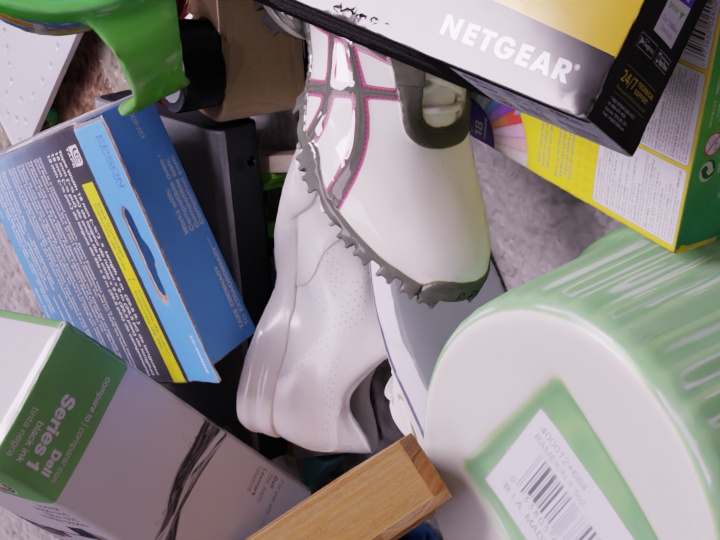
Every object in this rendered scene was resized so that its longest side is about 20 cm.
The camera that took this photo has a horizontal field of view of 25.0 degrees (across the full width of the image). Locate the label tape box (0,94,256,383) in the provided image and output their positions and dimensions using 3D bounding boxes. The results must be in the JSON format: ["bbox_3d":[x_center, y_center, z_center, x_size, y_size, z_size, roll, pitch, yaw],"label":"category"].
[{"bbox_3d":[-0.121,-0.015,0.870,0.200,0.063,0.145,-7,109,59],"label":"label tape box"}]

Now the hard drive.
[{"bbox_3d":[-0.100,0.002,0.961,0.139,0.033,0.201,19,120,50],"label":"hard drive"}]

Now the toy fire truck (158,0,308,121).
[{"bbox_3d":[-0.109,-0.183,0.865,0.200,0.128,0.177,32,131,56],"label":"toy fire truck"}]

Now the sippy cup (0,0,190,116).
[{"bbox_3d":[-0.133,-0.162,0.706,0.130,0.139,0.179,154,124,-78],"label":"sippy cup"}]

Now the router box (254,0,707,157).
[{"bbox_3d":[0.045,-0.153,0.609,0.199,0.052,0.158,26,91,31],"label":"router box"}]

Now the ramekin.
[{"bbox_3d":[0.116,0.085,0.677,0.200,0.097,0.201,27,125,46],"label":"ramekin"}]

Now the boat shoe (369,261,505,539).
[{"bbox_3d":[0.042,0.064,0.803,0.070,0.071,0.201,-15,99,53],"label":"boat shoe"}]

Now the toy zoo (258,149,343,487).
[{"bbox_3d":[-0.047,0.030,0.948,0.131,0.020,0.201,4,108,54],"label":"toy zoo"}]

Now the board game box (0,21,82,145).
[{"bbox_3d":[-0.237,-0.212,1.100,0.201,0.026,0.200,60,144,16],"label":"board game box"}]

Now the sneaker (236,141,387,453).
[{"bbox_3d":[0.000,0.000,0.841,0.088,0.075,0.201,17,109,14],"label":"sneaker"}]

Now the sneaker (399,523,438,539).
[{"bbox_3d":[-0.007,0.158,0.921,0.200,0.076,0.105,43,120,31],"label":"sneaker"}]

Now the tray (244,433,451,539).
[{"bbox_3d":[-0.025,0.128,0.759,0.037,0.098,0.200,56,165,6],"label":"tray"}]

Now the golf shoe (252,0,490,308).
[{"bbox_3d":[0.015,-0.084,0.683,0.088,0.077,0.201,-29,79,46],"label":"golf shoe"}]

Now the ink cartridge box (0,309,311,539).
[{"bbox_3d":[-0.146,0.102,0.881,0.146,0.085,0.200,6,153,47],"label":"ink cartridge box"}]

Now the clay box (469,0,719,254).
[{"bbox_3d":[0.084,-0.103,0.684,0.200,0.047,0.115,37,132,42],"label":"clay box"}]
